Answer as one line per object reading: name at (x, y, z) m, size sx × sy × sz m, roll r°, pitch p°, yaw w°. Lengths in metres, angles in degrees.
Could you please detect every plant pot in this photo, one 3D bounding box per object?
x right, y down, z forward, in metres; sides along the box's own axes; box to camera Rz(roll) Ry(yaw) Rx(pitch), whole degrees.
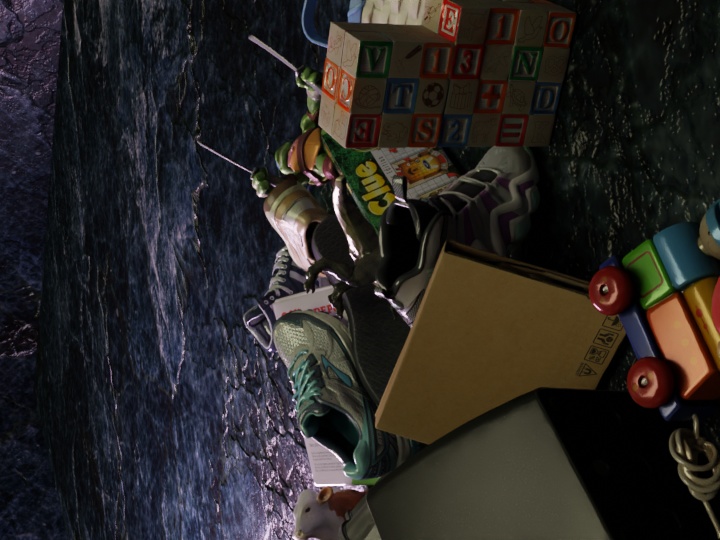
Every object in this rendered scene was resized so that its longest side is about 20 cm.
plant pot at (0.155, 0.196, 0.794) m, size 0.178 × 0.198 × 0.201 m, roll -54°, pitch 45°, yaw 34°

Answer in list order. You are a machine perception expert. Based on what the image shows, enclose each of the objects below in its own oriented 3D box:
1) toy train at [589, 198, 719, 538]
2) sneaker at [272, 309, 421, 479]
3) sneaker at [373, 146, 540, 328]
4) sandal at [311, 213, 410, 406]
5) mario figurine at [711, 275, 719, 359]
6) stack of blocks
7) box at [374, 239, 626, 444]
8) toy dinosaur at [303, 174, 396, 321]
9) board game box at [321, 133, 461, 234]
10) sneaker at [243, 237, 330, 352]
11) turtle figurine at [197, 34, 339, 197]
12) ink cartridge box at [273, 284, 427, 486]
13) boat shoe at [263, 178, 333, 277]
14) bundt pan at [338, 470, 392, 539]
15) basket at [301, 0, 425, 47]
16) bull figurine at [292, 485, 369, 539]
toy train at (0.242, 0.058, 0.713) m, size 0.116 × 0.084 × 0.202 m, roll -43°, pitch 54°, yaw 41°
sneaker at (-0.030, 0.113, 1.018) m, size 0.200 × 0.086 × 0.078 m, roll 46°, pitch 129°, yaw 29°
sneaker at (0.073, -0.051, 0.902) m, size 0.077 × 0.140 × 0.202 m, roll 5°, pitch 64°, yaw 45°
sandal at (0.015, 0.040, 1.016) m, size 0.043 × 0.075 × 0.202 m, roll 105°, pitch 146°, yaw -67°
mario figurine at (0.276, 0.073, 0.631) m, size 0.106 × 0.122 × 0.203 m, roll 113°, pitch 137°, yaw -78°
stack of blocks at (0.071, -0.166, 0.888) m, size 0.059 × 0.197 × 0.117 m, roll 45°, pitch 134°, yaw 53°
box at (0.113, 0.078, 0.887) m, size 0.021 × 0.161 × 0.202 m, roll -78°, pitch 5°, yaw -52°
toy dinosaur at (0.000, 0.000, 0.945) m, size 0.087 × 0.200 × 0.048 m, roll -29°, pitch 39°, yaw 13°
board game box at (0.042, -0.089, 1.071) m, size 0.024 × 0.104 × 0.201 m, roll 71°, pitch 171°, yaw -48°
sneaker at (-0.097, 0.011, 1.360) m, size 0.070 × 0.107 × 0.203 m, roll -44°, pitch 54°, yaw 56°
turtle figurine at (-0.069, -0.155, 1.217) m, size 0.192 × 0.144 × 0.202 m, roll 2°, pitch 128°, yaw 49°
ink cartridge box at (0.000, 0.112, 1.114) m, size 0.145 × 0.083 × 0.203 m, roll -14°, pitch 89°, yaw 50°
boat shoe at (-0.042, -0.027, 1.206) m, size 0.072 × 0.200 × 0.076 m, roll -48°, pitch 62°, yaw 1°
bundt pan at (0.084, 0.243, 0.937) m, size 0.076 × 0.200 × 0.202 m, roll -59°, pitch 36°, yaw 11°
basket at (0.034, -0.269, 0.999) m, size 0.198 × 0.139 × 0.179 m, roll 29°, pitch 123°, yaw 25°
bull figurine at (0.005, 0.271, 1.105) m, size 0.065 × 0.199 × 0.123 m, roll -35°, pitch 72°, yaw 19°
